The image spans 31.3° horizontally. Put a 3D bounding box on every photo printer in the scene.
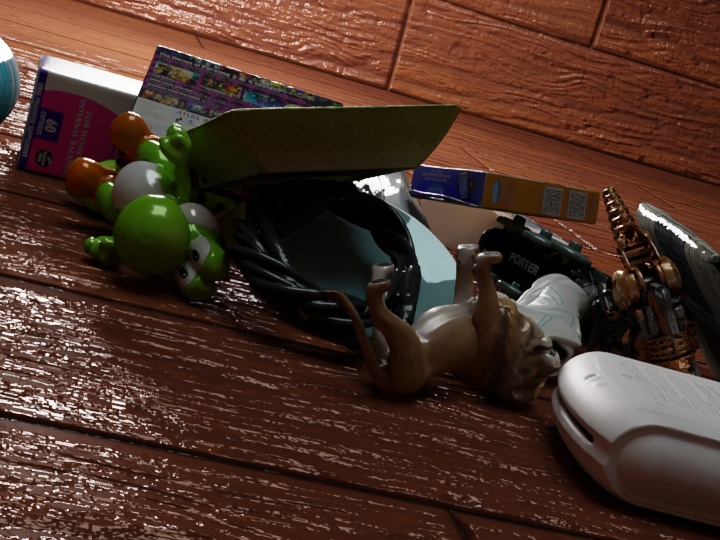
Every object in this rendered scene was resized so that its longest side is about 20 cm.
[{"bbox_3d":[0.235,0.122,0.913,0.197,0.070,0.167,15,13,-8],"label":"photo printer"}]

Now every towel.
[{"bbox_3d":[0.334,0.041,1.191,0.034,0.202,0.193,-28,17,1],"label":"towel"}]

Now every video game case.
[{"bbox_3d":[-0.119,-0.132,1.223,0.197,0.036,0.182,16,37,-8],"label":"video game case"}]

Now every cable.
[{"bbox_3d":[-0.026,-0.013,1.034,0.161,0.051,0.201,20,32,-4],"label":"cable"}]

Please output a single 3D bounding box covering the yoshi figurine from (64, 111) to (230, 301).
[{"bbox_3d":[-0.176,-0.054,1.038,0.111,0.114,0.200,-14,40,-28],"label":"yoshi figurine"}]

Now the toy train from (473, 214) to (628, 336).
[{"bbox_3d":[0.200,0.008,1.335,0.113,0.086,0.200,25,5,-30],"label":"toy train"}]

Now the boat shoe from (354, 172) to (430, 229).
[{"bbox_3d":[0.029,-0.059,1.404,0.072,0.070,0.201,54,12,-25],"label":"boat shoe"}]

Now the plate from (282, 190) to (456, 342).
[{"bbox_3d":[0.000,0.000,1.097,0.198,0.026,0.201,18,37,-14],"label":"plate"}]

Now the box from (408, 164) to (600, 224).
[{"bbox_3d":[0.148,-0.083,1.377,0.198,0.042,0.118,8,2,-39],"label":"box"}]

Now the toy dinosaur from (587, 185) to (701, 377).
[{"bbox_3d":[0.262,0.024,1.153,0.100,0.203,0.136,4,-15,5],"label":"toy dinosaur"}]

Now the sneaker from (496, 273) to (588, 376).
[{"bbox_3d":[0.159,0.056,1.119,0.080,0.071,0.199,33,25,24],"label":"sneaker"}]

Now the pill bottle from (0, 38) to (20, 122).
[{"bbox_3d":[-0.396,-0.173,1.222,0.109,0.112,0.200,15,13,-7],"label":"pill bottle"}]

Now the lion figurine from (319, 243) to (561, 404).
[{"bbox_3d":[0.059,0.052,0.952,0.198,0.125,0.072,-10,14,-29],"label":"lion figurine"}]

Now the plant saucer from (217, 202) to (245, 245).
[{"bbox_3d":[-0.023,-0.019,1.212,0.197,0.049,0.200,12,13,-21],"label":"plant saucer"}]

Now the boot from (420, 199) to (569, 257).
[{"bbox_3d":[0.166,-0.038,1.519,0.198,0.073,0.090,29,8,14],"label":"boot"}]

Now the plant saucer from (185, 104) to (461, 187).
[{"bbox_3d":[-0.041,-0.102,1.085,0.197,0.049,0.199,-5,1,-23],"label":"plant saucer"}]

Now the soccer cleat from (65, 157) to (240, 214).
[{"bbox_3d":[-0.190,-0.088,1.230,0.080,0.069,0.199,19,18,39],"label":"soccer cleat"}]

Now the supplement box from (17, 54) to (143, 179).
[{"bbox_3d":[-0.239,-0.139,1.306,0.197,0.103,0.103,13,14,-16],"label":"supplement box"}]
